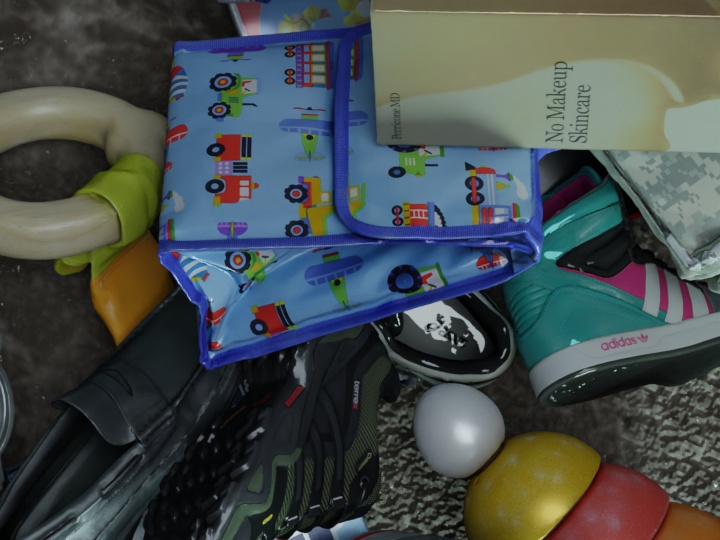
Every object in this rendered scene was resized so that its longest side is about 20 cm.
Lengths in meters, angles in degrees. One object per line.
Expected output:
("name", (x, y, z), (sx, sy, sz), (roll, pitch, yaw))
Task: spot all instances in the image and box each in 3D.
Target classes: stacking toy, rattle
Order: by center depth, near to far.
("rattle", (-0.198, -0.028, 1.249), (0.198, 0.143, 0.131), (1, 57, 4))
("stacking toy", (0.106, 0.135, 1.255), (0.146, 0.146, 0.200), (-44, 92, -8))

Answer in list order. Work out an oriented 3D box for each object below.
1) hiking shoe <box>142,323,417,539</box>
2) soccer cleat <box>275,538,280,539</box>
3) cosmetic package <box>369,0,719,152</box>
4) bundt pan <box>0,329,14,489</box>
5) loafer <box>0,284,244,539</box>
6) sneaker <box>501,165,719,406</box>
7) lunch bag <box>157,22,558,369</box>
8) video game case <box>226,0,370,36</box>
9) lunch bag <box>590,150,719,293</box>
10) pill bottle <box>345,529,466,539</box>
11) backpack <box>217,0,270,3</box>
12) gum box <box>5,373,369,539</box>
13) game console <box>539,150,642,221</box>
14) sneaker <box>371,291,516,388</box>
("hiking shoe", (-0.034, 0.107, 1.172), (0.101, 0.075, 0.201), (43, 63, -25))
("soccer cleat", (-0.065, 0.187, 1.198), (0.069, 0.086, 0.202), (-3, 90, -11))
("cosmetic package", (0.104, -0.114, 1.101), (0.198, 0.106, 0.072), (0, 54, 5))
("bundt pan", (-0.278, 0.070, 1.162), (0.200, 0.076, 0.204), (1, 94, 19))
("loafer", (-0.124, 0.080, 1.190), (0.201, 0.068, 0.070), (-56, 140, -13))
("sneaker", (0.146, 0.002, 1.279), (0.199, 0.083, 0.122), (-6, 67, -46))
("lunch bag", (0.007, -0.049, 1.167), (0.198, 0.151, 0.094), (-9, 136, 9))
("video game case", (0.027, -0.161, 1.285), (0.198, 0.017, 0.144), (-20, 94, -5))
("lunch bag", (0.185, -0.111, 1.225), (0.167, 0.139, 0.201), (-38, 87, -4))
("pill bottle", (0.062, 0.194, 1.160), (0.113, 0.199, 0.115), (0, 89, -34))
("backpack", (-0.022, -0.221, 1.187), (0.198, 0.135, 0.183), (19, 55, 8))
("gum box", (-0.077, 0.167, 1.263), (0.169, 0.045, 0.201), (-24, 95, -10))
("game console", (0.142, -0.131, 1.321), (0.175, 0.031, 0.202), (-21, 93, -5))
("sneaker", (0.000, 0.000, 1.259), (0.199, 0.088, 0.076), (25, 87, -8))
